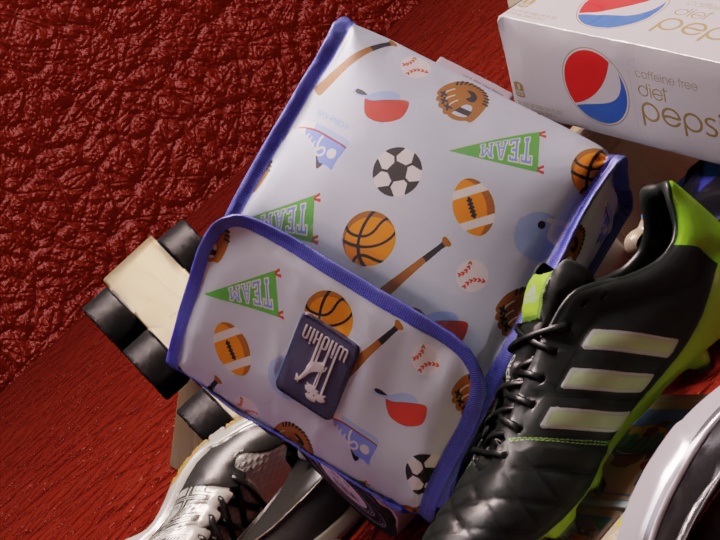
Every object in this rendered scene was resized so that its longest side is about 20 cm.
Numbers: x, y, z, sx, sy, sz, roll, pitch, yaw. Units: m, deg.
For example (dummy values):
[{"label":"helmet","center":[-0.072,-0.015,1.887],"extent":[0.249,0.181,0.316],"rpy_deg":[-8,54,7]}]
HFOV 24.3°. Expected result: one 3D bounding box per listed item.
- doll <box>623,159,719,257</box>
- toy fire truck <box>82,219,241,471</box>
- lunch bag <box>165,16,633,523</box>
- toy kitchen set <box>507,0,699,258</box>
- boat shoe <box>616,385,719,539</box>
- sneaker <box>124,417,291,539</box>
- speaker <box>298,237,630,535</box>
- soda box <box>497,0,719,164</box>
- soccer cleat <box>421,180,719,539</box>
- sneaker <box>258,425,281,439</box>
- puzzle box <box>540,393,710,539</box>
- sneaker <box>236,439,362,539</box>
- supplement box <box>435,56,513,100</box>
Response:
[{"label":"doll","center":[0.181,-0.022,0.848],"extent":[0.136,0.049,0.200],"rpy_deg":[-16,24,46]},{"label":"toy fire truck","center":[-0.100,0.091,1.202],"extent":[0.129,0.176,0.200],"rpy_deg":[-44,-31,-7]},{"label":"lunch bag","center":[0.017,0.002,0.835],"extent":[0.200,0.170,0.124],"rpy_deg":[-59,-18,-4]},{"label":"toy kitchen set","center":[0.122,-0.104,1.056],"extent":[0.180,0.163,0.200],"rpy_deg":[-47,12,-24]},{"label":"boat shoe","center":[0.170,0.055,0.565],"extent":[0.200,0.070,0.066],"rpy_deg":[-37,8,-15]},{"label":"sneaker","center":[-0.096,0.175,1.034],"extent":[0.200,0.076,0.088],"rpy_deg":[-47,27,-7]},{"label":"speaker","center":[0.059,0.047,0.916],"extent":[0.200,0.081,0.081],"rpy_deg":[-46,12,-13]},{"label":"soda box","center":[0.168,-0.106,0.876],"extent":[0.068,0.064,0.200],"rpy_deg":[-35,35,-28]},{"label":"soccer cleat","center":[0.084,0.047,0.698],"extent":[0.200,0.081,0.068],"rpy_deg":[-45,12,-15]},{"label":"sneaker","center":[0.000,0.000,0.925],"extent":[0.087,0.076,0.200],"rpy_deg":[9,69,28]},{"label":"puzzle box","center":[0.094,0.107,0.714],"extent":[0.133,0.025,0.200],"rpy_deg":[-47,12,-19]},{"label":"sneaker","center":[-0.029,0.088,0.991],"extent":[0.200,0.106,0.075],"rpy_deg":[-46,12,-22]},{"label":"supplement box","center":[0.033,-0.035,1.152],"extent":[0.109,0.061,0.200],"rpy_deg":[-52,-14,-43]}]
